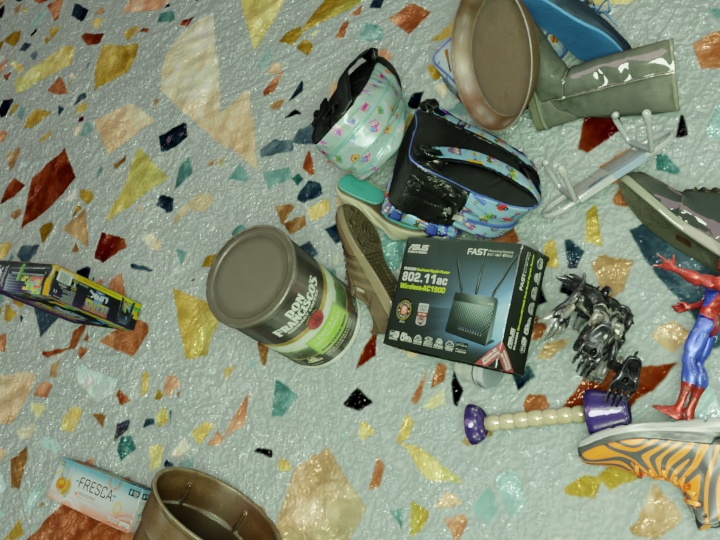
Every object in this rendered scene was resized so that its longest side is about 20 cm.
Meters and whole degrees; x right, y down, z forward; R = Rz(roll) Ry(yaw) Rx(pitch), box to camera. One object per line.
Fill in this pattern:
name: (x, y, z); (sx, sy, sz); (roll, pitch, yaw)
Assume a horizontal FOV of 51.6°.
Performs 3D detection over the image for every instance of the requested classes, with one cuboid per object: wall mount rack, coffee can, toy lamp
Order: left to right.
coffee can: (-0.106, 0.043, 1.075); (0.144, 0.200, 0.149); (-12, 63, 24)
toy lamp: (0.229, 0.180, 0.916); (0.197, 0.058, 0.059); (-10, 63, 27)
wall mount rack: (0.309, -0.145, 0.959); (0.199, 0.174, 0.075); (-34, 99, 11)

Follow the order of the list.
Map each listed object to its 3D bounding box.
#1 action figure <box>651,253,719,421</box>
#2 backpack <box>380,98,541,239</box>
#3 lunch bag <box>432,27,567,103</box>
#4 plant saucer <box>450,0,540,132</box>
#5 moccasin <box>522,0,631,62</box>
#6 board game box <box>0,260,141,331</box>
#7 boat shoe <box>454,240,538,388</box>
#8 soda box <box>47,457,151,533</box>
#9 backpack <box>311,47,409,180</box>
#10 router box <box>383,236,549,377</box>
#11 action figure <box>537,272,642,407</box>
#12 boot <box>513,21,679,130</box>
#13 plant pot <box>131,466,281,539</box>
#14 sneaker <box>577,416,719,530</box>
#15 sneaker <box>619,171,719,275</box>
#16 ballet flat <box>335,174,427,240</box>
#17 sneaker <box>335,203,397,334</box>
action figure: (0.374, 0.062, 0.864); (0.098, 0.065, 0.203); (27, 95, 45)
backpack: (0.145, -0.121, 1.038); (0.184, 0.197, 0.136); (-78, 11, -53)
lunch bag: (0.217, -0.346, 1.153); (0.199, 0.075, 0.161); (-41, 52, 8)
plant saucer: (0.188, -0.295, 1.024); (0.034, 0.202, 0.202); (-14, 53, -19)
moccasin: (0.309, -0.358, 1.042); (0.080, 0.198, 0.069); (-13, 51, 62)
board game box: (-0.514, 0.046, 1.303); (0.163, 0.200, 0.058); (2, 70, 30)
boat shoe: (0.173, 0.052, 1.003); (0.085, 0.074, 0.205); (13, 82, 46)
soda box: (-0.403, 0.357, 1.181); (0.197, 0.064, 0.069); (9, 72, 31)
backpack: (0.001, -0.235, 1.153); (0.167, 0.126, 0.201); (-49, 15, 28)
router box: (0.130, 0.040, 0.951); (0.198, 0.062, 0.152); (6, 79, 47)
action figure: (0.273, 0.075, 0.891); (0.118, 0.200, 0.103); (35, 113, -4)
boot: (0.322, -0.280, 1.015); (0.198, 0.183, 0.073); (-4, 40, 35)
plant pot: (-0.239, 0.406, 0.999); (0.199, 0.200, 0.200); (34, 93, 36)
sneaker: (0.341, 0.226, 0.818); (0.198, 0.077, 0.114); (-13, 66, 29)
sneaker: (0.425, -0.079, 0.921); (0.106, 0.075, 0.200); (-45, 63, -2)
ballet flat: (0.042, -0.085, 1.139); (0.199, 0.069, 0.070); (34, 86, 35)
sneaker: (0.000, 0.000, 1.096); (0.075, 0.070, 0.202); (-39, 67, 33)
